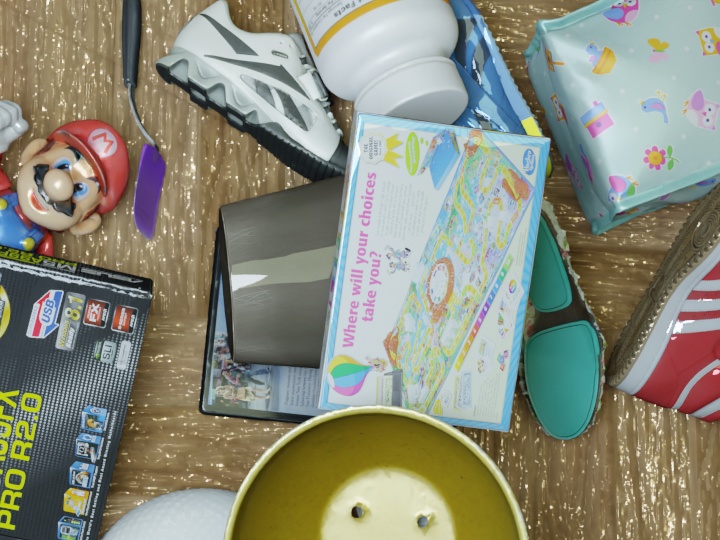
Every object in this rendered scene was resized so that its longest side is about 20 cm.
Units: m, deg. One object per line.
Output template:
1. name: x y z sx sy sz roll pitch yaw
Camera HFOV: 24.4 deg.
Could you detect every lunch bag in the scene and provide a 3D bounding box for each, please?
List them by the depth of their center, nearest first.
1. lunch bag: 0.248 -0.142 1.301 0.198 0.122 0.172 -21 82 -8

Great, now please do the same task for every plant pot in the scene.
1. plant pot: 0.016 0.188 1.127 0.198 0.142 0.203 0 89 5

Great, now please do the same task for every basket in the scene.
1. basket: 0.000 0.000 1.205 0.198 0.136 0.183 -4 99 -8

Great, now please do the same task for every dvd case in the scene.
1. dvd case: -0.019 0.048 1.269 0.198 0.018 0.144 7 79 -11

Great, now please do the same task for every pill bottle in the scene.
1. pill bottle: 0.008 -0.198 1.249 0.110 0.111 0.202 -17 71 -13

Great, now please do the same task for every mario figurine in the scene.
1. mario figurine: -0.251 -0.037 1.189 0.199 0.124 0.106 -39 46 -8

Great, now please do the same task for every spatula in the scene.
1. spatula: -0.167 -0.126 1.260 0.020 0.057 0.202 -10 75 7

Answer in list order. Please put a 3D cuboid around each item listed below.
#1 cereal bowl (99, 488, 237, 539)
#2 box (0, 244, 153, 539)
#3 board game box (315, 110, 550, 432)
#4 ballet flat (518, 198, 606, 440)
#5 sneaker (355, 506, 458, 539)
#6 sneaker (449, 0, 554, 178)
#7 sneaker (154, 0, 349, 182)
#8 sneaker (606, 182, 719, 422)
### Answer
1. cereal bowl: -0.108 0.255 1.182 0.198 0.083 0.203 2 80 -12
2. box: -0.243 0.088 1.167 0.158 0.044 0.202 13 102 -9
3. board game box: 0.048 0.001 1.129 0.133 0.034 0.202 8 96 -6
4. ballet flat: 0.145 0.029 1.273 0.075 0.064 0.202 -10 108 8
5. sneaker: 0.071 0.214 1.232 0.078 0.079 0.200 -44 64 12
6. sneaker: 0.073 -0.142 1.295 0.078 0.066 0.202 -26 86 -14
7. sneaker: -0.051 -0.133 1.265 0.199 0.074 0.089 36 78 -3
8. sneaker: 0.283 0.026 1.274 0.112 0.071 0.201 25 113 -9
